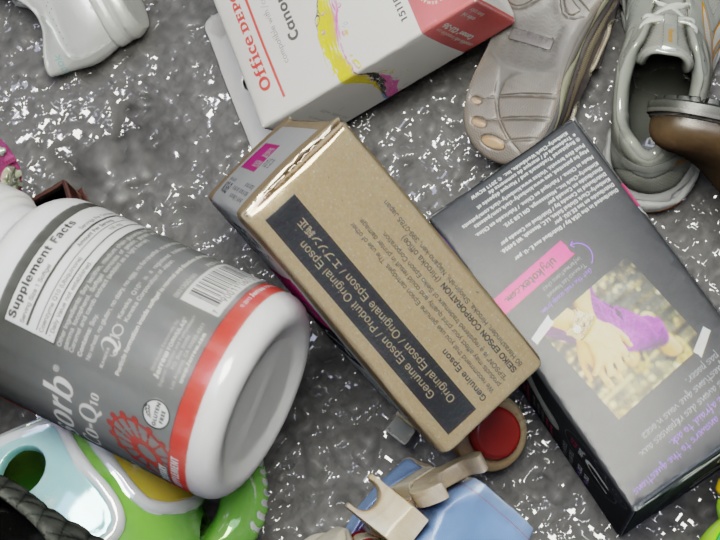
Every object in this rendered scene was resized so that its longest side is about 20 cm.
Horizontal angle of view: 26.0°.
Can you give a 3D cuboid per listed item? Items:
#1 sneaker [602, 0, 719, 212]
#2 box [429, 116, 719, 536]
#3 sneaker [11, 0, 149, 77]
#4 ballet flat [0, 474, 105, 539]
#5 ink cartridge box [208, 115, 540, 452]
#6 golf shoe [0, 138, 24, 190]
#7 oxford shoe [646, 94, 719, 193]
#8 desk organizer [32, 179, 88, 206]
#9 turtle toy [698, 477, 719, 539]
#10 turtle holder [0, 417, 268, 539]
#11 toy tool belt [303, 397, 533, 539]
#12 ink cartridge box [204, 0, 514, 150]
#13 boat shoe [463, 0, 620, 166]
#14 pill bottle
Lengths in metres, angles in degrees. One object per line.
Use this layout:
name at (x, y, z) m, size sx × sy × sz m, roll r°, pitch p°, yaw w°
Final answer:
sneaker at (0.192, -0.143, 0.954) m, size 0.075 × 0.092 × 0.203 m, roll 5°, pitch 75°, yaw 10°
box at (0.137, 0.035, 0.900) m, size 0.105 × 0.122 × 0.201 m, roll -33°, pitch 74°, yaw -3°
sneaker at (-0.223, -0.225, 1.049) m, size 0.088 × 0.075 × 0.202 m, roll -30°, pitch 74°, yaw 11°
ballet flat at (-0.187, 0.143, 0.804) m, size 0.198 × 0.057 × 0.067 m, roll 16°, pitch 80°, yaw 28°
ink cartridge box at (0.000, 0.000, 0.863) m, size 0.075 × 0.200 × 0.165 m, roll -42°, pitch 101°, yaw -3°
golf shoe at (-0.264, 0.013, 0.916) m, size 0.091 × 0.075 × 0.202 m, roll 8°, pitch 74°, yaw 25°
oxford shoe at (0.240, -0.037, 0.894) m, size 0.199 × 0.073 × 0.085 m, roll 27°, pitch 85°, yaw -20°
desk organizer at (-0.259, 0.015, 0.984) m, size 0.198 × 0.077 × 0.072 m, roll -29°, pitch 74°, yaw 0°
turtle toy at (0.253, 0.195, 0.839) m, size 0.198 × 0.101 × 0.147 m, roll 23°, pitch 92°, yaw -19°
turtle holder at (-0.148, 0.142, 0.888) m, size 0.184 × 0.141 × 0.133 m, roll -22°, pitch 89°, yaw 32°
toy tool belt at (0.041, 0.158, 0.875) m, size 0.125 × 0.123 × 0.201 m, roll 38°, pitch 83°, yaw -11°
ink cartridge box at (-0.019, -0.161, 0.966) m, size 0.199 × 0.067 × 0.118 m, roll -29°, pitch 75°, yaw 24°
boat shoe at (0.122, -0.157, 0.979) m, size 0.074 × 0.073 × 0.202 m, roll 25°, pitch 86°, yaw 19°
pill bottle at (-0.136, 0.031, 0.835) m, size 0.198 × 0.116 × 0.117 m, roll 24°, pitch 80°, yaw 16°
